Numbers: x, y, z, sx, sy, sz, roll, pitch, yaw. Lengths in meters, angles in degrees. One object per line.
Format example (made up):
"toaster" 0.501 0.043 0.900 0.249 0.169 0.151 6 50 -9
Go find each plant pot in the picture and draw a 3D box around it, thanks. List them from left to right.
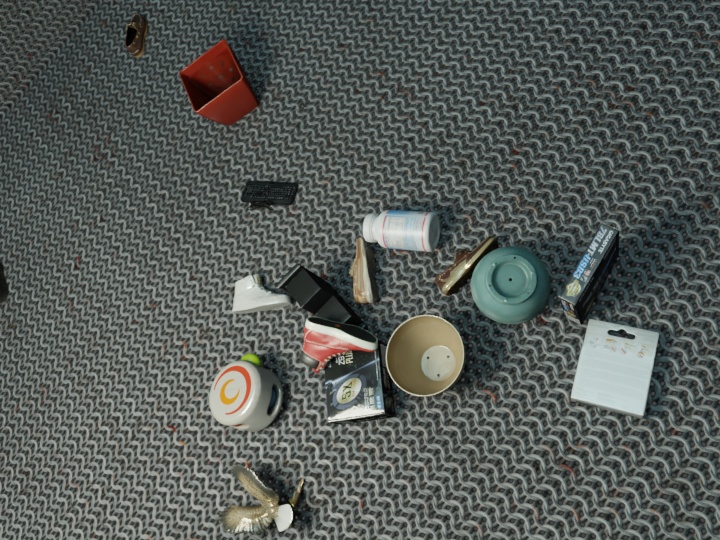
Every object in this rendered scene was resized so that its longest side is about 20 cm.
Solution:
"plant pot" -0.463 -0.618 2.106 0.200 0.176 0.200 -32 64 11
"plant pot" 0.181 0.225 1.568 0.200 0.134 0.201 -7 71 22
"plant pot" 0.371 0.030 1.525 0.200 0.134 0.201 -2 82 13

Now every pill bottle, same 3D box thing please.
"pill bottle" 0.113 -0.113 1.724 0.200 0.109 0.109 6 76 26

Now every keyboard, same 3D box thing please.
"keyboard" -0.303 -0.245 1.990 0.200 0.040 0.104 5 74 26

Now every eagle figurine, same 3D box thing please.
"eagle figurine" -0.264 0.616 1.626 0.152 0.200 0.151 -87 18 -51

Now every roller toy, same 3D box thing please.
"roller toy" -0.319 0.358 1.740 0.200 0.140 0.183 -43 51 8

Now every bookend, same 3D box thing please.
"bookend" -0.104 0.101 1.697 0.092 0.199 0.200 -46 63 4

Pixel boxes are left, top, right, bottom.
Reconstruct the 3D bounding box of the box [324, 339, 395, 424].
"box" -0.005 0.299 1.651 0.163 0.086 0.200 -12 69 20

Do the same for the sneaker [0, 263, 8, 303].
"sneaker" -1.413 0.062 2.367 0.088 0.076 0.200 -38 57 24

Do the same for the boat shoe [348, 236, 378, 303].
"boat shoe" 0.000 0.000 1.758 0.072 0.076 0.200 -14 66 21

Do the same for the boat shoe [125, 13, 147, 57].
"boat shoe" -0.902 -0.955 2.472 0.070 0.070 0.200 -15 66 20

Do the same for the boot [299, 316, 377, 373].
"boot" -0.059 0.215 1.626 0.200 0.072 0.145 14 106 9

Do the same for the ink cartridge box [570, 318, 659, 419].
"ink cartridge box" 0.594 0.227 1.442 0.160 0.047 0.200 11 72 27

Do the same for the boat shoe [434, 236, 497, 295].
"boat shoe" 0.278 -0.025 1.647 0.200 0.072 0.072 -48 60 8

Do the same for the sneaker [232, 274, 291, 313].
"sneaker" -0.302 0.062 1.868 0.200 0.074 0.116 -8 73 23

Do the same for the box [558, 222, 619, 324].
"box" 0.539 0.013 1.445 0.050 0.198 0.200 28 85 27
